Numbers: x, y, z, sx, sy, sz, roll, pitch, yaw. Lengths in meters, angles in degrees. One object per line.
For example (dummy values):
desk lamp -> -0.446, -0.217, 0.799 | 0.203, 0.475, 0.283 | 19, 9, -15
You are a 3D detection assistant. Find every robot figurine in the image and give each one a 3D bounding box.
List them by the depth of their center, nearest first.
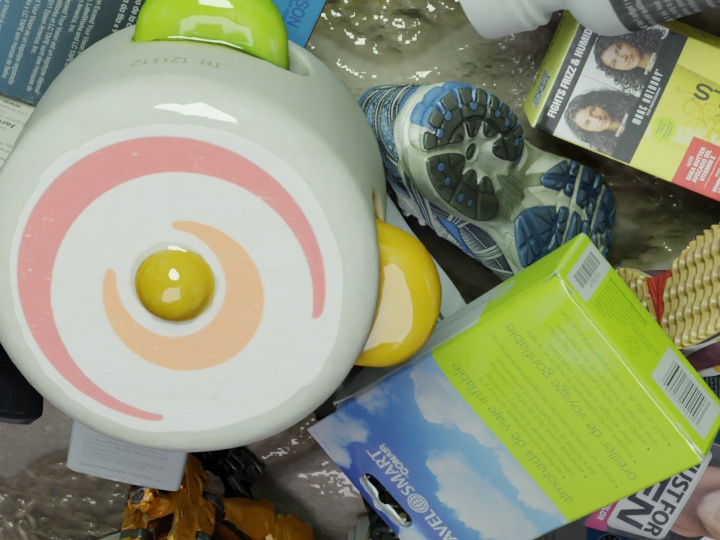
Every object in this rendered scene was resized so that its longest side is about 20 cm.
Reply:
robot figurine -> -0.082, 0.189, 1.155 | 0.058, 0.146, 0.200 | -23, 131, 30

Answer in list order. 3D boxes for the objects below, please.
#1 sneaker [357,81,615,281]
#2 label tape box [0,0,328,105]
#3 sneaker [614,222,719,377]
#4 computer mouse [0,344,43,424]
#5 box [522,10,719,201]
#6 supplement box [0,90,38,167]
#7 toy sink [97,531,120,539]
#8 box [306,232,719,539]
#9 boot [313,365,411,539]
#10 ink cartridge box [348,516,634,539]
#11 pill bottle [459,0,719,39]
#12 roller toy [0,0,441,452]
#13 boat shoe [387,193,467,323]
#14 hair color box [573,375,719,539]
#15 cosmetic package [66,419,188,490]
sneaker -> 0.065, -0.043, 0.972 | 0.085, 0.077, 0.200 | 20, 163, 42
label tape box -> -0.124, -0.145, 0.912 | 0.199, 0.064, 0.145 | 20, 132, -11
sneaker -> 0.191, 0.030, 0.974 | 0.090, 0.075, 0.200 | 11, 166, -15
computer mouse -> -0.247, 0.051, 1.064 | 0.138, 0.053, 0.200 | 17, 179, 23
box -> 0.186, -0.073, 0.919 | 0.199, 0.050, 0.076 | 21, 108, -9
supplement box -> -0.212, -0.015, 0.947 | 0.073, 0.201, 0.126 | 19, 133, 2
toy sink -> -0.142, 0.271, 1.194 | 0.130, 0.201, 0.112 | -21, 125, 27
box -> 0.077, 0.078, 0.964 | 0.122, 0.048, 0.200 | 50, 132, -7
boot -> 0.006, 0.103, 1.060 | 0.200, 0.139, 0.077 | 35, 128, -19
ink cartridge box -> 0.091, 0.231, 1.154 | 0.199, 0.147, 0.086 | -4, 133, 14
pill bottle -> 0.138, -0.168, 0.813 | 0.199, 0.111, 0.111 | -15, 128, 20
roller toy -> -0.078, -0.014, 0.856 | 0.182, 0.140, 0.200 | -33, 108, 15
boat shoe -> 0.000, 0.000, 0.991 | 0.066, 0.070, 0.200 | -42, 133, -7
hair color box -> 0.219, 0.120, 1.092 | 0.199, 0.061, 0.100 | 15, 133, -5
cosmetic package -> -0.114, 0.020, 1.033 | 0.074, 0.102, 0.201 | 11, 131, -3
